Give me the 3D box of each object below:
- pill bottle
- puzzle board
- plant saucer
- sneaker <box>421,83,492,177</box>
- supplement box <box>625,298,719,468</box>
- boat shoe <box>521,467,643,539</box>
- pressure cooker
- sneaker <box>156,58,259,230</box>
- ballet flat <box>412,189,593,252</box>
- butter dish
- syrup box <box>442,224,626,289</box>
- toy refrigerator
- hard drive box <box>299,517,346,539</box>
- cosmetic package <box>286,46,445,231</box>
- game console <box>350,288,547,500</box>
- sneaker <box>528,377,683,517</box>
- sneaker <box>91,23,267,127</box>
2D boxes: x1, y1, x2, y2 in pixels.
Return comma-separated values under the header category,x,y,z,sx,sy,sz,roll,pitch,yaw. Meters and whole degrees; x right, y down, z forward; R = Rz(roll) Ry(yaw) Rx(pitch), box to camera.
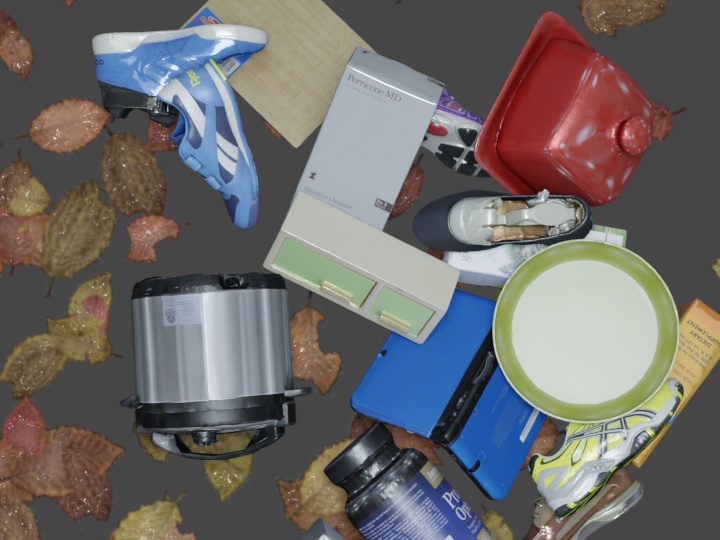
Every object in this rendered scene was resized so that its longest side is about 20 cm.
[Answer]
category,x,y,z,sx,sy,sz,roll,pitch,yaw
pill bottle,0.055,0.269,1.383,0.112,0.112,0.200,-40,88,-7
puzzle board,-0.095,-0.265,1.486,0.200,0.017,0.151,44,84,3
plant saucer,0.245,0.066,1.367,0.200,0.031,0.200,-1,83,8
sneaker,0.105,-0.179,1.459,0.200,0.081,0.083,25,52,-11
supplement box,0.348,0.131,1.440,0.067,0.069,0.200,36,85,4
boat shoe,0.225,0.280,1.416,0.200,0.076,0.072,-32,82,-16
pressure cooker,-0.161,0.105,1.353,0.179,0.176,0.200,-1,85,-38
sneaker,-0.168,-0.134,1.410,0.082,0.074,0.200,-22,113,-14
ballet flat,0.159,-0.058,1.369,0.200,0.073,0.073,-1,83,-4
butter dish,0.257,-0.157,1.396,0.199,0.148,0.200,35,79,-40
syrup box,0.197,-0.018,1.440,0.200,0.081,0.079,9,80,-1
toy refrigerator,0.000,0.000,1.379,0.200,0.076,0.070,26,50,-5
hard drive box,-0.007,0.347,1.326,0.156,0.200,0.077,41,83,3
cosmetic package,0.005,-0.134,1.396,0.113,0.081,0.200,22,119,0
game console,0.115,0.133,1.415,0.171,0.118,0.200,51,55,-25
sneaker,0.270,0.178,1.365,0.200,0.075,0.076,-39,69,-10
sneaker,-0.203,-0.222,1.438,0.200,0.077,0.111,-5,97,-4
